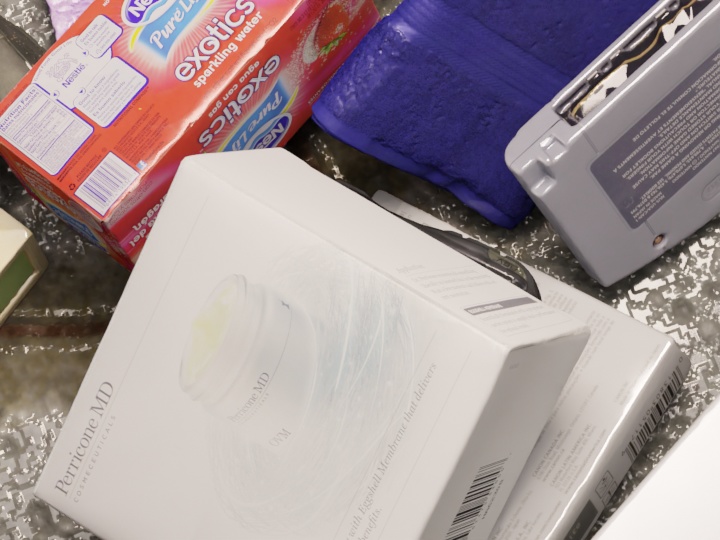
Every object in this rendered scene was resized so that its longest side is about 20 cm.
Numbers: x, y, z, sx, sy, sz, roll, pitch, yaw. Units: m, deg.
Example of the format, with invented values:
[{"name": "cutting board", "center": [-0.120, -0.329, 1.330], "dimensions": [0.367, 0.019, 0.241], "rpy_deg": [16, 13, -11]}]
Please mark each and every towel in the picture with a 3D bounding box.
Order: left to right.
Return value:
[{"name": "towel", "center": [0.083, -0.129, 1.559], "dimensions": [0.148, 0.050, 0.200], "rpy_deg": [27, 113, -31]}]

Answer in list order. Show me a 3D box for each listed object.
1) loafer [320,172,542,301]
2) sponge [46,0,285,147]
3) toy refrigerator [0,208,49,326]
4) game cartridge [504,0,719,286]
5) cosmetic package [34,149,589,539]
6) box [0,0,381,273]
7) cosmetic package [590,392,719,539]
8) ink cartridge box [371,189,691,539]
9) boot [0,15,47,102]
[{"name": "loafer", "center": [0.000, 0.000, 1.568], "dimensions": [0.201, 0.068, 0.070], "rpy_deg": [23, 67, 21]}, {"name": "sponge", "center": [-0.120, -0.149, 1.643], "dimensions": [0.112, 0.030, 0.200], "rpy_deg": [-15, 76, -2]}, {"name": "toy refrigerator", "center": [-0.256, 0.049, 1.576], "dimensions": [0.070, 0.076, 0.200], "rpy_deg": [37, 80, 9]}, {"name": "game cartridge", "center": [0.179, -0.088, 1.567], "dimensions": [0.200, 0.133, 0.041], "rpy_deg": [-42, 44, -2]}, {"name": "cosmetic package", "center": [-0.027, 0.071, 1.482], "dimensions": [0.200, 0.123, 0.199], "rpy_deg": [30, 105, 20]}, {"name": "box", "center": [-0.093, -0.104, 1.558], "dimensions": [0.100, 0.095, 0.200], "rpy_deg": [36, 79, 25]}, {"name": "cosmetic package", "center": [0.182, 0.161, 1.472], "dimensions": [0.123, 0.200, 0.199], "rpy_deg": [41, 80, 10]}, {"name": "ink cartridge box", "center": [0.055, 0.068, 1.588], "dimensions": [0.200, 0.057, 0.163], "rpy_deg": [27, 77, 30]}, {"name": "boot", "center": [-0.257, -0.131, 1.584], "dimensions": [0.200, 0.131, 0.068], "rpy_deg": [42, 119, 13]}]
